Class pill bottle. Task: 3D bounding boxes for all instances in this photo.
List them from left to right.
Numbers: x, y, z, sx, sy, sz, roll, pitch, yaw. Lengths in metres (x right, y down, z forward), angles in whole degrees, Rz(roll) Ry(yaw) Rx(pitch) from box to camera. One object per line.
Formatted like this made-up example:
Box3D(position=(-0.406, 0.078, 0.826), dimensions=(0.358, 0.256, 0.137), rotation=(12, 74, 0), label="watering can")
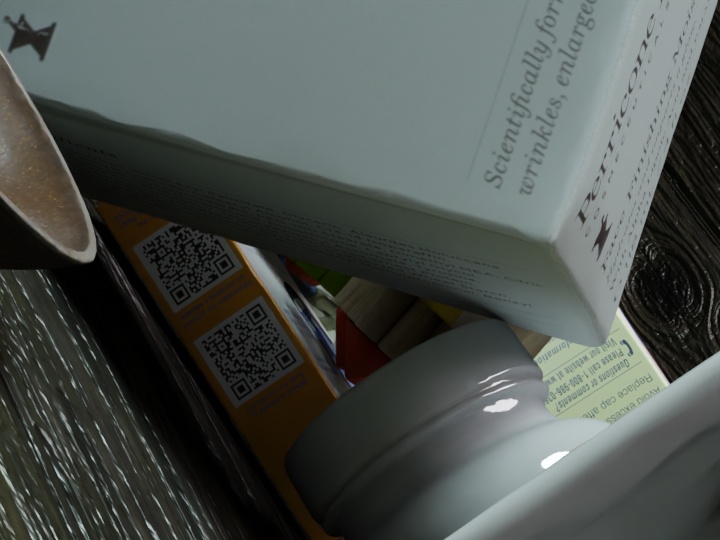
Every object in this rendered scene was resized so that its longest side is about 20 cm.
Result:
Box3D(position=(0.064, 0.119, 0.853), dimensions=(0.200, 0.112, 0.112), rotation=(57, 3, 17), label="pill bottle")

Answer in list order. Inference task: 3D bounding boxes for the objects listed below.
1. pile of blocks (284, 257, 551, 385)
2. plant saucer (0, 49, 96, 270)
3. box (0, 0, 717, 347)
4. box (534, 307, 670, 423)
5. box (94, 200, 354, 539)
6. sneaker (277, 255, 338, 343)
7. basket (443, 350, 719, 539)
Box3D(position=(0.000, 0.000, 0.994), dimensions=(0.082, 0.062, 0.200), rotation=(41, 2, -26), label="pile of blocks")
Box3D(position=(-0.131, -0.076, 0.639), dimensions=(0.200, 0.034, 0.200), rotation=(56, 2, -3), label="plant saucer")
Box3D(position=(0.007, -0.105, 0.868), dimensions=(0.200, 0.199, 0.131), rotation=(16, -10, 17), label="box")
Box3D(position=(0.109, 0.130, 1.238), dimensions=(0.200, 0.097, 0.176), rotation=(57, -12, 9), label="box")
Box3D(position=(-0.017, 0.055, 1.001), dimensions=(0.200, 0.041, 0.119), rotation=(59, 3, 10), label="box")
Box3D(position=(-0.019, -0.005, 1.140), dimensions=(0.085, 0.077, 0.200), rotation=(-156, -127, -75), label="sneaker")
Box3D(position=(0.087, 0.098, 0.664), dimensions=(0.136, 0.200, 0.123), rotation=(56, -2, 3), label="basket")
